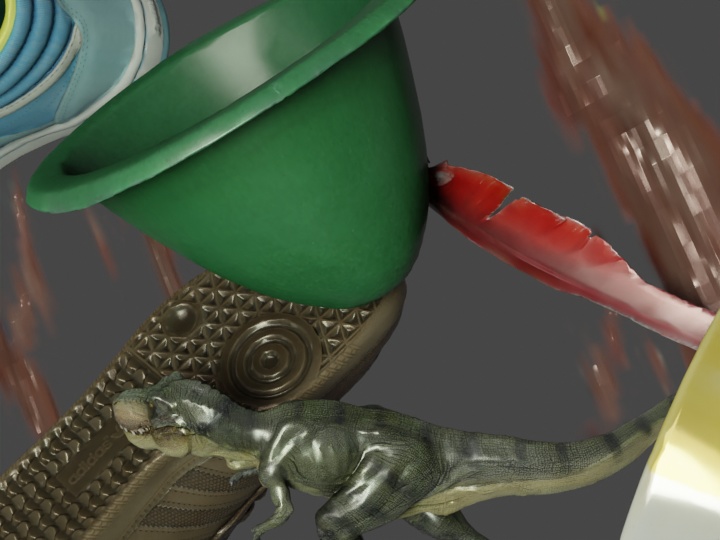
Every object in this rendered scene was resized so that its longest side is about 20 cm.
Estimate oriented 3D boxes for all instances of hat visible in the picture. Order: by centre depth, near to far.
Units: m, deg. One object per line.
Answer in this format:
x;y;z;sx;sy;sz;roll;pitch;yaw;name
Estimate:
0.000;0.000;0.885;0.166;0.200;0.176;-38;106;-20;hat

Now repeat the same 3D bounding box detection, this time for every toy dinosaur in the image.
0.012;0.081;0.859;0.200;0.047;0.088;3;109;-5;toy dinosaur

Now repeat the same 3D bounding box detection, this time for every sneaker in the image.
-0.063;0.064;0.923;0.200;0.076;0.070;-38;58;-3;sneaker
-0.186;-0.070;0.956;0.200;0.131;0.080;-29;74;23;sneaker

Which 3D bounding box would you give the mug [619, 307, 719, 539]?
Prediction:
0.171;0.074;0.743;0.153;0.187;0.150;23;56;19;mug
